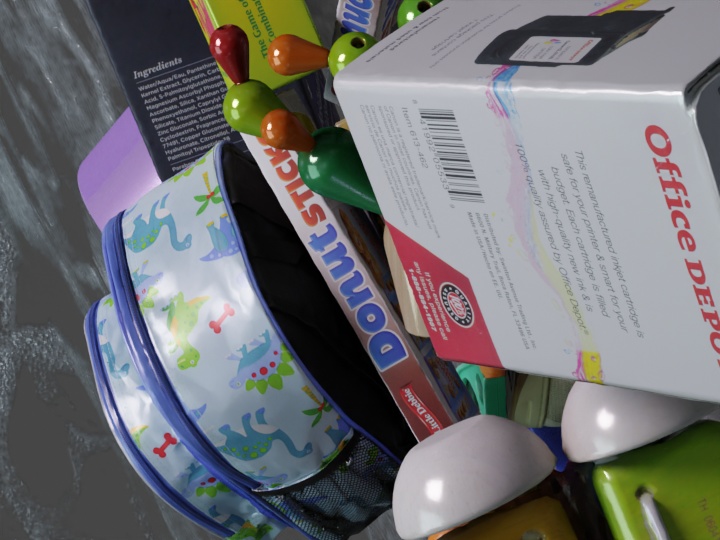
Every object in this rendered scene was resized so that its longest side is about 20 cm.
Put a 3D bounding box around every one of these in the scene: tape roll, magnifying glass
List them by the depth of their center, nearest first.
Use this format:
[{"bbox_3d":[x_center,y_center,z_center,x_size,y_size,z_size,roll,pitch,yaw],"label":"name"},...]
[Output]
[{"bbox_3d":[0.078,0.068,1.415,0.200,0.022,0.080,96,161,-56],"label":"magnifying glass"},{"bbox_3d":[-0.095,-0.030,1.564,0.200,0.066,0.200,40,-164,-14],"label":"tape roll"}]

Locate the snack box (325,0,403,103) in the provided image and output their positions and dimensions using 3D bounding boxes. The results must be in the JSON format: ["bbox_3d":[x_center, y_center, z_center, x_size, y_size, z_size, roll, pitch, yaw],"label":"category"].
[{"bbox_3d":[0.012,-0.155,1.159,0.024,0.072,0.200,23,158,4],"label":"snack box"}]

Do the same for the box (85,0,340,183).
[{"bbox_3d":[-0.087,-0.131,1.396,0.148,0.104,0.201,-98,-11,-62],"label":"box"}]

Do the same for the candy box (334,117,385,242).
[{"bbox_3d":[0.032,-0.037,1.259,0.117,0.056,0.200,63,178,-2],"label":"candy box"}]

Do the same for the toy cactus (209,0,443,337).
[{"bbox_3d":[0.029,-0.054,1.102,0.102,0.199,0.166,-73,-20,-72],"label":"toy cactus"}]

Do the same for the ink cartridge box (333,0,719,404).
[{"bbox_3d":[0.102,-0.032,0.950,0.199,0.083,0.146,7,126,47],"label":"ink cartridge box"}]

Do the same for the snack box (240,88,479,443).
[{"bbox_3d":[0.000,0.000,1.183,0.201,0.024,0.072,60,-168,-2],"label":"snack box"}]

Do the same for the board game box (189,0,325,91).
[{"bbox_3d":[-0.082,-0.190,1.180,0.102,0.047,0.201,-145,31,-79],"label":"board game box"}]

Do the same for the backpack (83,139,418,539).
[{"bbox_3d":[-0.061,0.046,1.230,0.200,0.146,0.184,47,-162,-50],"label":"backpack"}]

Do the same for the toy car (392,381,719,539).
[{"bbox_3d":[0.118,0.137,1.122,0.150,0.199,0.176,-42,-71,-88],"label":"toy car"}]

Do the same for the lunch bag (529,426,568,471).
[{"bbox_3d":[0.123,0.186,1.399,0.151,0.094,0.200,58,156,26],"label":"lunch bag"}]

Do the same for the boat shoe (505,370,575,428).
[{"bbox_3d":[0.114,0.021,1.183,0.201,0.063,0.074,96,177,-55],"label":"boat shoe"}]
